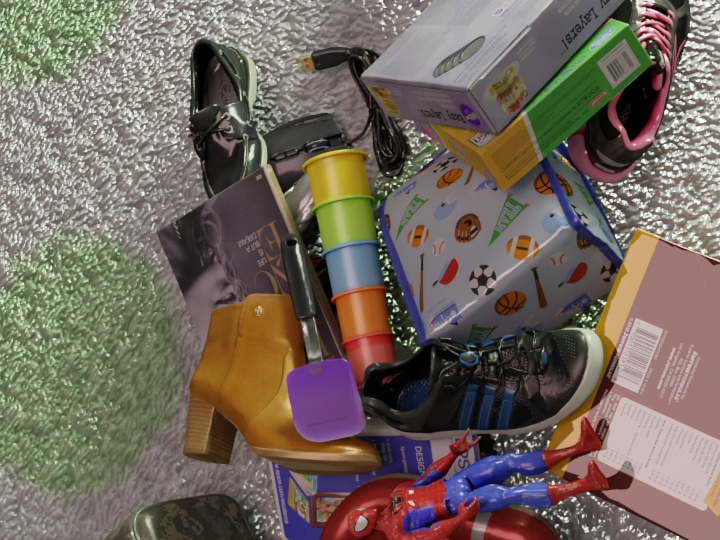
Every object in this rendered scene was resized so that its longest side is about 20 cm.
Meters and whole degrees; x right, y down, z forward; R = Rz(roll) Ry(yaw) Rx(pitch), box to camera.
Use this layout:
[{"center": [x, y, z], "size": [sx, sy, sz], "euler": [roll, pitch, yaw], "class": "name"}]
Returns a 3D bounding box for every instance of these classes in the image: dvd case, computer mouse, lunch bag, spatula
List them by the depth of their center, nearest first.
[{"center": [-0.042, 0.049, 1.078], "size": [0.056, 0.021, 0.202], "euler": [-13, 52, -3], "class": "spatula"}, {"center": [0.113, -0.036, 1.105], "size": [0.169, 0.124, 0.201], "euler": [-38, 45, 17], "class": "lunch bag"}, {"center": [-0.096, 0.028, 1.182], "size": [0.148, 0.016, 0.202], "euler": [-27, 85, 35], "class": "dvd case"}, {"center": [-0.167, 0.322, 1.186], "size": [0.168, 0.138, 0.202], "euler": [-44, 63, 33], "class": "lunch bag"}, {"center": [-0.059, -0.136, 1.249], "size": [0.198, 0.046, 0.142], "euler": [-16, 77, 24], "class": "computer mouse"}]

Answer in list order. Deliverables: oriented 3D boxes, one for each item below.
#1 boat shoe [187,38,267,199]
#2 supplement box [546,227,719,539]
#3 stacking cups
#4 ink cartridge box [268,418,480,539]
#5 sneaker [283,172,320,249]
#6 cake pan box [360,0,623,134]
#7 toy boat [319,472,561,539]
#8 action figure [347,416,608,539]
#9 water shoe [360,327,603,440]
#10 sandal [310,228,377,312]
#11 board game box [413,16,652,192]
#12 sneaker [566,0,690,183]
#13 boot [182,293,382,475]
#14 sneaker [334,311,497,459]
[{"center": [-0.134, -0.140, 1.241], "size": [0.074, 0.066, 0.202], "euler": [-22, 53, 29], "class": "boat shoe"}, {"center": [0.278, 0.102, 0.998], "size": [0.198, 0.132, 0.200], "euler": [24, 93, 27], "class": "supplement box"}, {"center": [0.000, 0.000, 1.127], "size": [0.060, 0.060, 0.203], "euler": [-18, 79, 23], "class": "stacking cups"}, {"center": [0.025, 0.225, 1.123], "size": [0.197, 0.047, 0.201], "euler": [-4, 101, 23], "class": "ink cartridge box"}, {"center": [-0.097, -0.033, 1.220], "size": [0.082, 0.075, 0.200], "euler": [45, 109, 7], "class": "sneaker"}, {"center": [0.114, -0.201, 1.066], "size": [0.200, 0.052, 0.184], "euler": [-47, 29, -13], "class": "cake pan box"}, {"center": [0.055, 0.244, 1.017], "size": [0.197, 0.131, 0.132], "euler": [13, 107, 20], "class": "toy boat"}, {"center": [0.080, 0.162, 0.972], "size": [0.198, 0.052, 0.066], "euler": [-23, 44, 18], "class": "action figure"}, {"center": [0.088, 0.086, 0.998], "size": [0.198, 0.079, 0.072], "euler": [-22, 55, 34], "class": "water shoe"}, {"center": [-0.060, 0.028, 1.209], "size": [0.045, 0.075, 0.200], "euler": [40, 108, -19], "class": "sandal"}, {"center": [0.127, -0.154, 1.079], "size": [0.153, 0.040, 0.200], "euler": [-41, 26, -1], "class": "board game box"}, {"center": [0.232, -0.173, 1.067], "size": [0.078, 0.095, 0.203], "euler": [16, 81, -5], "class": "sneaker"}, {"center": [-0.061, 0.091, 1.097], "size": [0.199, 0.071, 0.146], "euler": [1, 70, 31], "class": "boot"}, {"center": [0.040, 0.115, 1.157], "size": [0.200, 0.071, 0.073], "euler": [43, 122, 23], "class": "sneaker"}]
